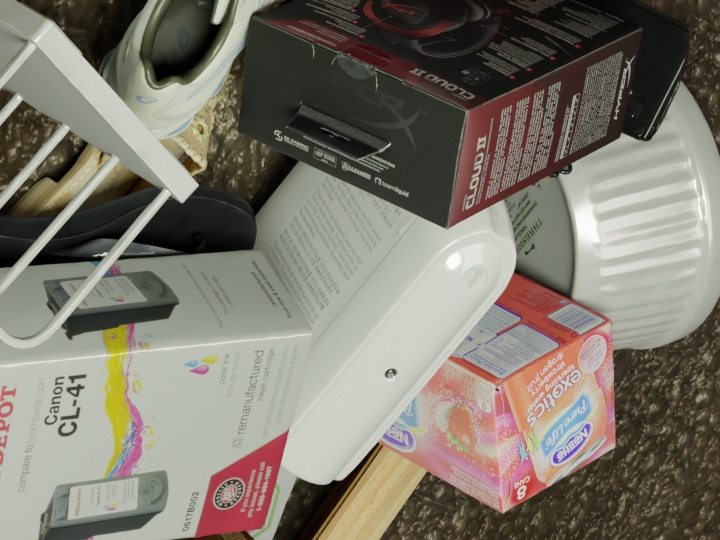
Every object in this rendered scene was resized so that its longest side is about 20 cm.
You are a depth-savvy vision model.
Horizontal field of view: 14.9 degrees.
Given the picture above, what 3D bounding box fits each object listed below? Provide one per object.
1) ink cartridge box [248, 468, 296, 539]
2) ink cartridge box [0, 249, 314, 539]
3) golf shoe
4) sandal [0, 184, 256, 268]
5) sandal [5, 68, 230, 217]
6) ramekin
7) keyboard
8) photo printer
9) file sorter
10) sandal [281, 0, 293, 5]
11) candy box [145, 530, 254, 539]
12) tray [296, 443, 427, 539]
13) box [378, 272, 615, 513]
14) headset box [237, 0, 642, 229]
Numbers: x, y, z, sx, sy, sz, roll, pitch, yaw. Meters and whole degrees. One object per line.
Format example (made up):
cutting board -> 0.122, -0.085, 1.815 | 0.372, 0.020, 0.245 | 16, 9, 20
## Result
ink cartridge box -> -0.099, 0.132, 1.681 | 0.104, 0.059, 0.201 | 17, 97, -46
ink cartridge box -> -0.141, 0.074, 1.499 | 0.199, 0.086, 0.148 | -6, 129, -29
golf shoe -> -0.068, -0.164, 1.494 | 0.078, 0.097, 0.200 | 29, 81, -7
sandal -> -0.150, 0.000, 1.524 | 0.199, 0.043, 0.076 | -9, 132, -22
sandal -> -0.118, -0.063, 1.559 | 0.212, 0.070, 0.078 | -51, 136, -13
ramekin -> 0.131, -0.039, 1.730 | 0.105, 0.200, 0.201 | -15, 120, -29
keyboard -> 0.090, -0.127, 1.647 | 0.127, 0.200, 0.021 | -62, 163, -4
photo printer -> 0.000, 0.000, 1.595 | 0.069, 0.167, 0.200 | 25, 112, -38
file sorter -> -0.211, -0.072, 1.372 | 0.125, 0.200, 0.139 | -49, 136, -9
sandal -> -0.039, -0.154, 1.581 | 0.200, 0.045, 0.075 | 31, 78, -37
candy box -> -0.163, 0.169, 1.550 | 0.199, 0.117, 0.057 | 0, 108, -24
tray -> -0.024, 0.184, 1.757 | 0.037, 0.099, 0.200 | 35, 80, -3
box -> 0.052, 0.055, 1.688 | 0.102, 0.200, 0.095 | -27, 126, -34
headset box -> 0.039, -0.103, 1.517 | 0.200, 0.148, 0.075 | -28, 135, -49
